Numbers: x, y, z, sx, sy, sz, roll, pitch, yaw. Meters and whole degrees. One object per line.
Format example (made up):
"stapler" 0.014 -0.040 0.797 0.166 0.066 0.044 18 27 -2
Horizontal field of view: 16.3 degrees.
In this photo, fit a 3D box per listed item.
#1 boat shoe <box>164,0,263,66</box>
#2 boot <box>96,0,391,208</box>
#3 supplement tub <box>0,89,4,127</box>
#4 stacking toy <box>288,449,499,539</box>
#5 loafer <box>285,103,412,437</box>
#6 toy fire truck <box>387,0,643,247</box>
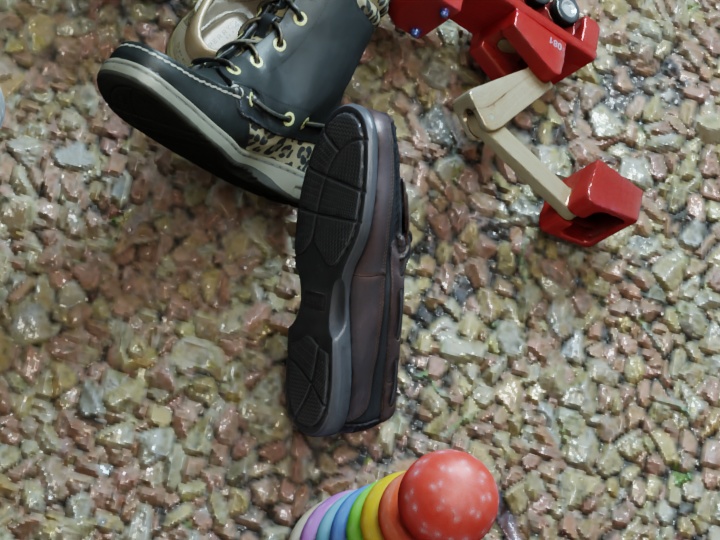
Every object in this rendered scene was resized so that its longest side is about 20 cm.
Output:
"boat shoe" -0.042 -0.189 1.564 0.071 0.065 0.200 38 66 -2
"boot" -0.063 -0.135 1.468 0.073 0.204 0.154 19 82 35
"supplement tub" -0.299 -0.047 1.404 0.122 0.123 0.200 33 67 -4
"stacking toy" 0.022 0.146 1.397 0.085 0.200 0.085 5 71 -15
"loafer" 0.000 0.000 1.487 0.063 0.072 0.200 0 104 -35
"toy fire truck" 0.094 -0.118 1.569 0.200 0.049 0.141 30 53 -26
